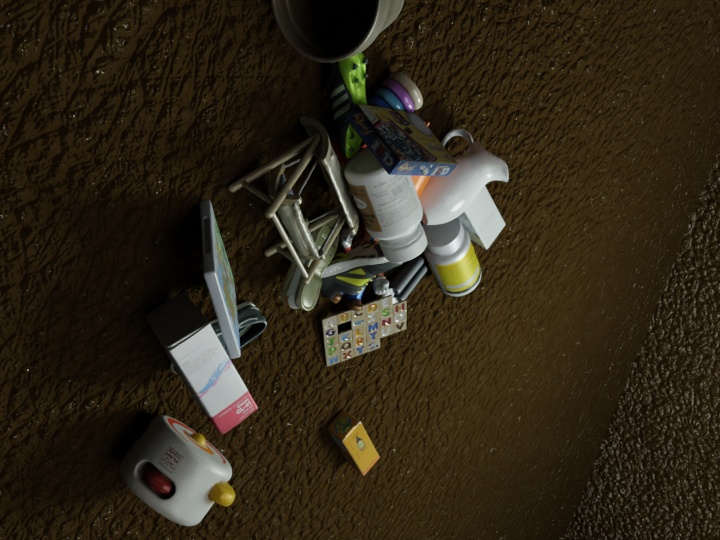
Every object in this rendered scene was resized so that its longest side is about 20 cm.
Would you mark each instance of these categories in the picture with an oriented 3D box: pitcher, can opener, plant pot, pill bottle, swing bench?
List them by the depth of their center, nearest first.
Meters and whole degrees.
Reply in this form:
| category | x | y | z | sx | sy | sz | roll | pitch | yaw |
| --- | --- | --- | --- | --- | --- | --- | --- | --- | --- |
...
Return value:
| category | x | y | z | sx | sy | sz | roll | pitch | yaw |
| --- | --- | --- | --- | --- | --- | --- | --- | --- | --- |
| plant pot | -0.017 | -0.441 | 1.341 | 0.173 | 0.198 | 0.203 | -32 | 141 | -56 |
| swing bench | -0.098 | -0.125 | 1.513 | 0.200 | 0.129 | 0.200 | -44 | 142 | -16 |
| pill bottle | 0.053 | -0.121 | 1.574 | 0.114 | 0.114 | 0.202 | -38 | 124 | -24 |
| pitcher | 0.185 | -0.201 | 1.789 | 0.199 | 0.172 | 0.122 | -33 | 150 | -9 |
| can opener | 0.077 | 0.043 | 1.924 | 0.200 | 0.066 | 0.053 | -47 | 134 | -25 |
| pill bottle | 0.208 | -0.038 | 1.962 | 0.114 | 0.114 | 0.201 | -47 | 144 | -13 |

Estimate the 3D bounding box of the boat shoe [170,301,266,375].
| category | x | y | z | sx | sy | sz | roll | pitch | yaw |
| --- | --- | --- | --- | --- | --- | --- | --- | --- | --- |
| boat shoe | -0.260 | 0.134 | 1.574 | 0.199 | 0.062 | 0.073 | -36 | 143 | -25 |

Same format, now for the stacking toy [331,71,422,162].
| category | x | y | z | sx | sy | sz | roll | pitch | yaw |
| --- | --- | --- | --- | --- | --- | --- | --- | --- | --- |
| stacking toy | 0.023 | -0.278 | 1.593 | 0.200 | 0.085 | 0.086 | -44 | 144 | -7 |

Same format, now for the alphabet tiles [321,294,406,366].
| category | x | y | z | sx | sy | sz | roll | pitch | yaw |
| --- | --- | --- | --- | --- | --- | --- | --- | --- | --- |
| alphabet tiles | 0.011 | 0.129 | 1.872 | 0.197 | 0.008 | 0.169 | -18 | 139 | -13 |

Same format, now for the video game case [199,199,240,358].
| category | x | y | z | sx | sy | sz | roll | pitch | yaw |
| --- | --- | --- | --- | --- | --- | --- | --- | --- | --- |
| video game case | -0.235 | 0.015 | 1.427 | 0.022 | 0.184 | 0.202 | -11 | 134 | -3 |

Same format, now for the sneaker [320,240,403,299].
| category | x | y | z | sx | sy | sz | roll | pitch | yaw |
| --- | --- | --- | --- | --- | --- | --- | --- | --- | --- |
| sneaker | 0.000 | 0.000 | 1.695 | 0.075 | 0.197 | 0.086 | -72 | 146 | -58 |

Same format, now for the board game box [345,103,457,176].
| category | x | y | z | sx | sy | sz | roll | pitch | yaw |
| --- | --- | --- | --- | --- | --- | --- | --- | --- | --- |
| board game box | 0.076 | -0.227 | 1.500 | 0.035 | 0.136 | 0.199 | -47 | 158 | 28 |

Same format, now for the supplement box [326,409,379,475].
| category | x | y | z | sx | sy | sz | roll | pitch | yaw |
| --- | --- | --- | --- | --- | --- | --- | --- | --- | --- |
| supplement box | -0.016 | 0.426 | 2.094 | 0.067 | 0.068 | 0.201 | -44 | 145 | -18 |

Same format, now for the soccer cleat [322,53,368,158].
| category | x | y | z | sx | sy | sz | roll | pitch | yaw |
| --- | --- | --- | --- | --- | --- | --- | --- | --- | --- |
| soccer cleat | -0.027 | -0.299 | 1.502 | 0.067 | 0.080 | 0.203 | -32 | 135 | -40 |

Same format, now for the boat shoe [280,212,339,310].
| category | x | y | z | sx | sy | sz | roll | pitch | yaw |
| --- | --- | --- | --- | --- | --- | --- | --- | --- | --- |
| boat shoe | -0.101 | -0.024 | 1.641 | 0.075 | 0.068 | 0.203 | 45 | 60 | -50 |

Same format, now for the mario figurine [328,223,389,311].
| category | x | y | z | sx | sy | sz | roll | pitch | yaw |
| --- | --- | --- | --- | --- | --- | --- | --- | --- | --- |
| mario figurine | 0.006 | -0.014 | 1.746 | 0.123 | 0.106 | 0.202 | 9 | 111 | -51 |

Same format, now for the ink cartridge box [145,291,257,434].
| category | x | y | z | sx | sy | sz | roll | pitch | yaw |
| --- | --- | --- | --- | --- | --- | --- | --- | --- | --- |
| ink cartridge box | -0.272 | 0.159 | 1.456 | 0.085 | 0.147 | 0.202 | -32 | 123 | -16 |

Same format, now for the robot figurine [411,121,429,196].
| category | x | y | z | sx | sy | sz | roll | pitch | yaw |
| --- | --- | --- | --- | --- | --- | --- | --- | --- | --- |
| robot figurine | 0.084 | -0.205 | 1.686 | 0.143 | 0.116 | 0.202 | 17 | 104 | -51 |

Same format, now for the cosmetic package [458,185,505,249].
| category | x | y | z | sx | sy | sz | roll | pitch | yaw |
| --- | --- | --- | --- | --- | --- | --- | --- | --- | --- |
| cosmetic package | 0.244 | -0.144 | 1.928 | 0.082 | 0.112 | 0.200 | -53 | 143 | -5 |

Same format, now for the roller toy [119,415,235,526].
| category | x | y | z | sx | sy | sz | roll | pitch | yaw |
| --- | --- | --- | --- | --- | --- | --- | --- | --- | --- |
| roller toy | -0.332 | 0.361 | 1.555 | 0.182 | 0.199 | 0.141 | 41 | 83 | -34 |
